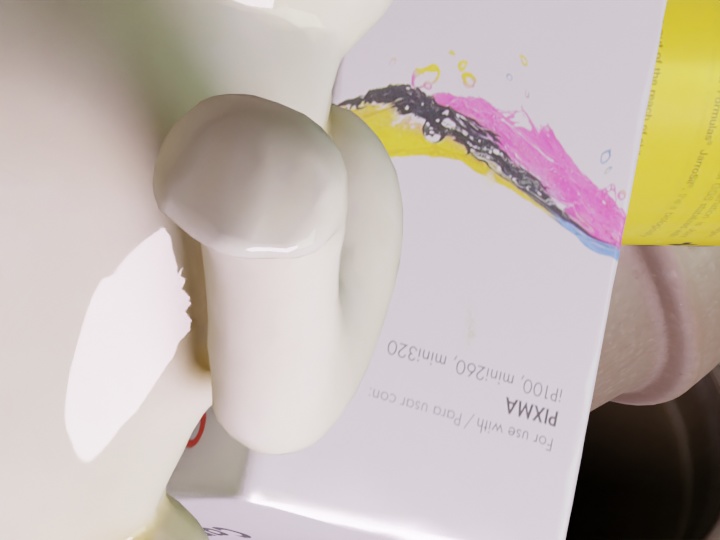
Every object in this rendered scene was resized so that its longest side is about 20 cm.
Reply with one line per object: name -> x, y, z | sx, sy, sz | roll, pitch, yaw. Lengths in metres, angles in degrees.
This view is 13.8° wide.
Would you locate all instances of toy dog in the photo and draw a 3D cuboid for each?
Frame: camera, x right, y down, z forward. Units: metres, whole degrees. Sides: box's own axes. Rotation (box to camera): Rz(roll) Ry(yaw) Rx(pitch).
toy dog -> -0.050, -0.020, 0.479 | 0.194, 0.139, 0.200 | -59, 172, -83

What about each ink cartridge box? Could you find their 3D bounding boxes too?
ink cartridge box -> -0.005, -0.003, 0.577 | 0.116, 0.067, 0.200 | -14, -118, 64

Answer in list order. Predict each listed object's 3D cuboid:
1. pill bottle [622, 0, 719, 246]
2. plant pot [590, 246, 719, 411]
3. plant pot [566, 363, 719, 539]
pill bottle -> 0.099, -0.062, 0.772 | 0.112, 0.200, 0.112 | -179, -90, -67
plant pot -> 0.000, 0.000, 0.897 | 0.175, 0.200, 0.200 | -44, 163, -19
plant pot -> 0.049, 0.099, 1.363 | 0.200, 0.200, 0.174 | -56, -179, -44
